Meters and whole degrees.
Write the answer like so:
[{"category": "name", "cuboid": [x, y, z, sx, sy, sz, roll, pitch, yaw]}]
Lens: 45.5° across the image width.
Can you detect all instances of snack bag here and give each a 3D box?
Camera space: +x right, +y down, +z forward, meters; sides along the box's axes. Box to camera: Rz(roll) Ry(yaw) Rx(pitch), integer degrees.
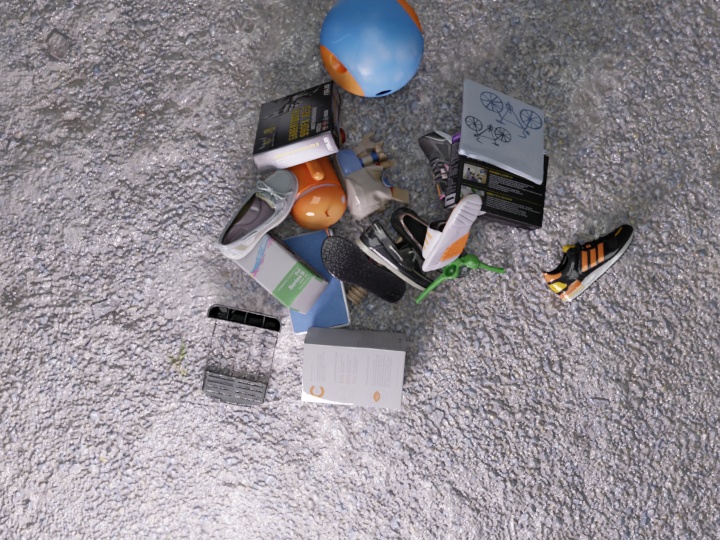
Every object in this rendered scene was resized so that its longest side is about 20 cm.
[{"category": "snack bag", "cuboid": [0.275, -0.264, 1.651, 0.188, 0.021, 0.201, 19, 54, -16]}]

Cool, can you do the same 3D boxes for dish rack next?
[{"category": "dish rack", "cuboid": [-0.246, 0.176, 1.742, 0.153, 0.055, 0.201, 12, 92, 3]}]

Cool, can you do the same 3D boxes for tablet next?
[{"category": "tablet", "cuboid": [-0.097, 0.023, 1.740, 0.130, 0.014, 0.201, -12, 90, 18]}]

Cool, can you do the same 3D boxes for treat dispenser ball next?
[{"category": "treat dispenser ball", "cuboid": [0.021, -0.434, 1.643, 0.200, 0.201, 0.202, 0, 91, 2]}]

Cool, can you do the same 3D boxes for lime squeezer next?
[{"category": "lime squeezer", "cuboid": [0.194, 0.004, 1.695, 0.199, 0.071, 0.038, -19, 56, -15]}]

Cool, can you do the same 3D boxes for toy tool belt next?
[{"category": "toy tool belt", "cuboid": [0.011, -0.206, 1.700, 0.122, 0.125, 0.201, -17, 74, -16]}]

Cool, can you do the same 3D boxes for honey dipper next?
[{"category": "honey dipper", "cuboid": [0.043, -0.018, 1.735, 0.038, 0.038, 0.200, 38, 91, 1]}]

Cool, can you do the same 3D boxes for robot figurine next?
[{"category": "robot figurine", "cuboid": [-0.098, -0.163, 1.680, 0.144, 0.116, 0.201, -41, 61, 30]}]

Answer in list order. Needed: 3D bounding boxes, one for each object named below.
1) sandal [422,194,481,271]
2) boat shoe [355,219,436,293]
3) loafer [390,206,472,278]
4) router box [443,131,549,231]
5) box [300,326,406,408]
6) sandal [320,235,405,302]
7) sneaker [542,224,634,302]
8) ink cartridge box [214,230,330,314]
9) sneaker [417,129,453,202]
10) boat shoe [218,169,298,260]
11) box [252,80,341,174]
[{"category": "sandal", "cuboid": [0.167, -0.082, 1.623, 0.079, 0.207, 0.059, -12, 54, -33]}, {"category": "boat shoe", "cuboid": [0.083, -0.022, 1.692, 0.200, 0.072, 0.068, 37, 94, -22]}, {"category": "loafer", "cuboid": [0.144, -0.050, 1.703, 0.200, 0.063, 0.072, 37, 88, -9]}, {"category": "router box", "cuboid": [0.266, -0.171, 1.664, 0.199, 0.051, 0.150, 13, 78, -22]}, {"category": "box", "cuboid": [-0.013, 0.191, 1.699, 0.199, 0.098, 0.125, 4, 107, 2]}, {"category": "sandal", "cuboid": [0.000, 0.000, 1.700, 0.200, 0.045, 0.075, 33, 93, -21]}, {"category": "sneaker", "cuboid": [0.449, -0.032, 1.701, 0.090, 0.070, 0.200, 44, 95, -3]}, {"category": "ink cartridge box", "cuboid": [-0.170, -0.013, 1.672, 0.200, 0.145, 0.088, 38, 91, 12]}, {"category": "sneaker", "cuboid": [0.176, -0.183, 1.688, 0.086, 0.080, 0.200, -39, 89, -28]}, {"category": "boat shoe", "cuboid": [-0.188, -0.109, 1.585, 0.074, 0.065, 0.202, 39, 78, 11]}, {"category": "box", "cuboid": [-0.119, -0.277, 1.650, 0.158, 0.200, 0.048, -15, 128, 13]}]
